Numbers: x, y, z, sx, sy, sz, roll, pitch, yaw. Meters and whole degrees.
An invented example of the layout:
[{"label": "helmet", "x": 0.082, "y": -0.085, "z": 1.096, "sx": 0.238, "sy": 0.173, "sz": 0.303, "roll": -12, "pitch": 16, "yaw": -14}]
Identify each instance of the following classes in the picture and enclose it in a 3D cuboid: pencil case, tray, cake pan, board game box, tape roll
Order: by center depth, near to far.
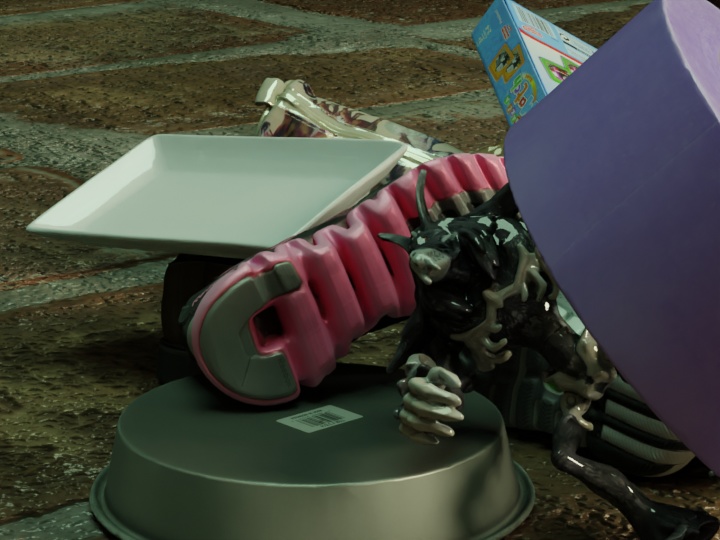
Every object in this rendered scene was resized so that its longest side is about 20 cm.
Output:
[{"label": "tape roll", "x": 0.151, "y": -0.005, "z": 0.866, "sx": 0.085, "sy": 0.200, "sz": 0.200, "roll": -40, "pitch": 1, "yaw": 21}, {"label": "cake pan", "x": -0.021, "y": 0.083, "z": 1.005, "sx": 0.198, "sy": 0.037, "sz": 0.200, "roll": 0, "pitch": 15, "yaw": 0}, {"label": "tray", "x": -0.075, "y": -0.035, "z": 1.175, "sx": 0.199, "sy": 0.022, "sz": 0.107, "roll": 5, "pitch": 33, "yaw": 44}, {"label": "board game box", "x": 0.150, "y": -0.063, "z": 1.292, "sx": 0.151, "sy": 0.037, "sz": 0.201, "roll": 26, "pitch": 27, "yaw": -28}, {"label": "pencil case", "x": 0.027, "y": -0.046, "z": 1.304, "sx": 0.199, "sy": 0.090, "sz": 0.078, "roll": 23, "pitch": 44, "yaw": 21}]

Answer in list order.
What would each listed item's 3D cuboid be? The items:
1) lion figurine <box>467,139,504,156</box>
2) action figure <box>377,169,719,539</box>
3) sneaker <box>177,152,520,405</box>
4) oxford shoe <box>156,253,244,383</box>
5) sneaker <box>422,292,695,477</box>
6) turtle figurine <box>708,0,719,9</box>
[{"label": "lion figurine", "x": 0.142, "y": -0.037, "z": 1.401, "sx": 0.122, "sy": 0.073, "sz": 0.200, "roll": -15, "pitch": 24, "yaw": -23}, {"label": "action figure", "x": 0.074, "y": 0.029, "z": 0.932, "sx": 0.200, "sy": 0.119, "sz": 0.102, "roll": 41, "pitch": 10, "yaw": 21}, {"label": "sneaker", "x": 0.000, "y": 0.000, "z": 1.069, "sx": 0.199, "sy": 0.080, "sz": 0.095, "roll": -21, "pitch": 5, "yaw": -21}, {"label": "oxford shoe", "x": -0.054, "y": -0.002, "z": 1.236, "sx": 0.072, "sy": 0.085, "sz": 0.200, "roll": 2, "pitch": 13, "yaw": 13}, {"label": "sneaker", "x": 0.121, "y": 0.043, "z": 1.111, "sx": 0.115, "sy": 0.076, "sz": 0.200, "roll": -6, "pitch": 25, "yaw": -39}, {"label": "turtle figurine", "x": 0.211, "y": -0.097, "z": 0.952, "sx": 0.160, "sy": 0.065, "sz": 0.200, "roll": 30, "pitch": 7, "yaw": 9}]
